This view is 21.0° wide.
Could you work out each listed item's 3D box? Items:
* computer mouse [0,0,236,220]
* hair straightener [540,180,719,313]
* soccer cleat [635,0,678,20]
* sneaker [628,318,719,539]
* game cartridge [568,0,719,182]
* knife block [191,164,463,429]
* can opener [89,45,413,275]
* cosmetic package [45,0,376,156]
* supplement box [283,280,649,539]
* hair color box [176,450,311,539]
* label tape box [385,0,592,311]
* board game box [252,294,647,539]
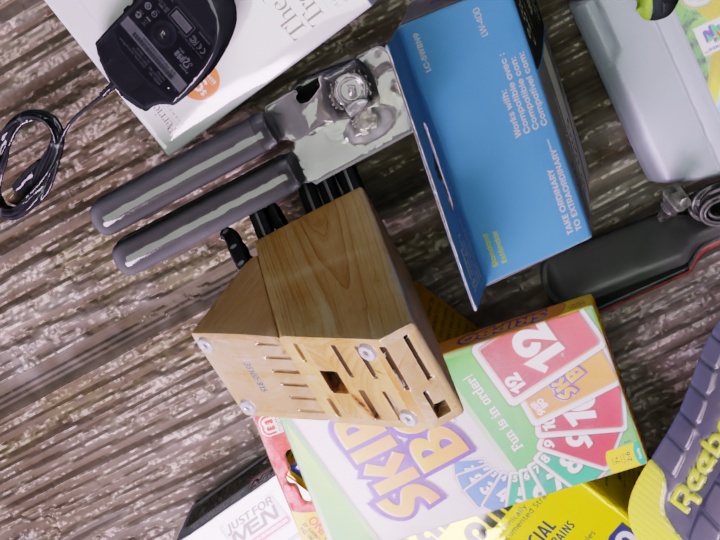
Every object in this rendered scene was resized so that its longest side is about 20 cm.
[{"bbox_3d":[-0.141,-0.097,1.087,0.200,0.034,0.059,-38,92,25],"label":"computer mouse"},{"bbox_3d":[0.195,-0.024,1.092,0.200,0.077,0.041,-19,71,13],"label":"hair straightener"},{"bbox_3d":[0.182,-0.230,1.022,0.081,0.068,0.200,7,95,-2],"label":"soccer cleat"},{"bbox_3d":[0.219,0.073,1.046,0.074,0.082,0.200,46,121,28],"label":"sneaker"},{"bbox_3d":[0.233,-0.131,1.077,0.200,0.040,0.133,-24,107,13],"label":"game cartridge"},{"bbox_3d":[0.000,0.000,1.059,0.200,0.176,0.064,0,133,42],"label":"knife block"},{"bbox_3d":[-0.056,-0.065,1.104,0.200,0.067,0.053,-27,102,6],"label":"can opener"},{"bbox_3d":[-0.108,-0.189,1.090,0.151,0.052,0.200,-35,101,18],"label":"cosmetic package"},{"bbox_3d":[0.071,0.119,1.136,0.200,0.110,0.109,37,108,-5],"label":"supplement box"},{"bbox_3d":[-0.011,0.205,1.199,0.099,0.061,0.200,-36,101,15],"label":"hair color box"},{"bbox_3d":[0.073,-0.081,1.023,0.063,0.200,0.144,-17,105,11],"label":"label tape box"},{"bbox_3d":[0.047,0.089,1.059,0.200,0.030,0.096,-18,103,12],"label":"board game box"}]
